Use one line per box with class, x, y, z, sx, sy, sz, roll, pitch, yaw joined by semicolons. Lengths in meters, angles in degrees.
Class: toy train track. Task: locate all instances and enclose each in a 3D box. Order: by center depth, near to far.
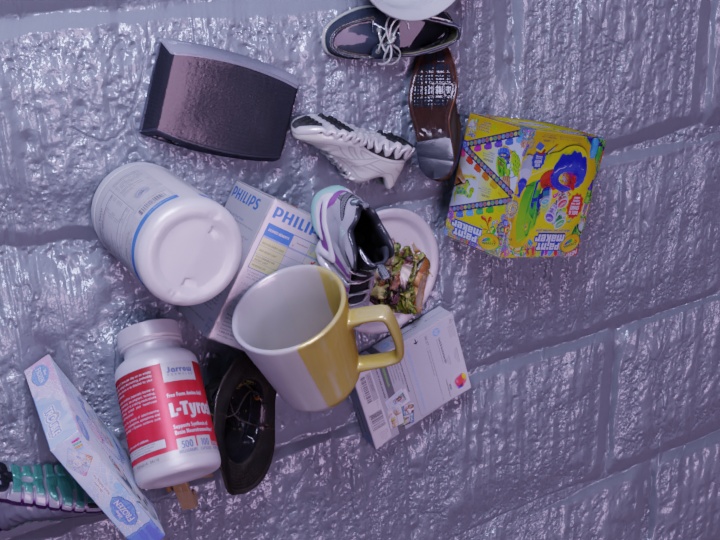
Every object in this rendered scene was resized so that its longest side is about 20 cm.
toy train track;-0.270;0.243;1.381;0.114;0.033;0.202;-11;110;18

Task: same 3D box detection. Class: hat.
hat;-0.189;0.211;1.385;0.200;0.080;0.203;2;90;-70

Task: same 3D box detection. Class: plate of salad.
plate of salad;0.043;0.006;1.492;0.198;0.048;0.202;-12;115;-28

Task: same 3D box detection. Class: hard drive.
hard drive;-0.177;-0.214;1.270;0.199;0.042;0.136;9;103;-35

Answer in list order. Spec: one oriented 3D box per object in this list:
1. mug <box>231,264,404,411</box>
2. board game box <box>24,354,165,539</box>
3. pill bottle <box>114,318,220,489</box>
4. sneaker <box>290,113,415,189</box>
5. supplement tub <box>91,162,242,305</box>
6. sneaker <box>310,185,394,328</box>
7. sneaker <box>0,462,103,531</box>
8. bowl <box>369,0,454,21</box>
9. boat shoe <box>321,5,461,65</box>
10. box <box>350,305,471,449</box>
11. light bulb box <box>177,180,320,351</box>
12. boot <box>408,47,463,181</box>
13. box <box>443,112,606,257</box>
mug;-0.055;0.104;1.239;0.150;0.185;0.154;-47;136;-29
board game box;-0.337;0.228;1.238;0.043;0.200;0.200;-34;123;-10
pill bottle;-0.256;0.171;1.273;0.111;0.112;0.202;-7;71;-30
sneaker;-0.014;-0.165;1.380;0.199;0.075;0.082;12;111;-35
supplement tub;-0.239;-0.049;1.196;0.131;0.200;0.133;-12;114;-28
sneaker;0.000;0.000;1.249;0.077;0.140;0.202;-24;118;-25
sneaker;-0.435;0.307;1.300;0.199;0.075;0.088;18;115;-28
bowl;0.053;-0.438;1.302;0.199;0.090;0.203;-12;113;-29
boat shoe;0.045;-0.323;1.354;0.198;0.062;0.076;-7;118;-24
box;0.077;0.172;1.582;0.199;0.041;0.157;-29;122;-19
light bulb box;-0.111;0.013;1.348;0.197;0.125;0.201;24;93;-36
boot;0.113;-0.228;1.447;0.097;0.074;0.202;19;72;-78
box;0.253;-0.129;1.513;0.199;0.122;0.195;-3;110;-43
